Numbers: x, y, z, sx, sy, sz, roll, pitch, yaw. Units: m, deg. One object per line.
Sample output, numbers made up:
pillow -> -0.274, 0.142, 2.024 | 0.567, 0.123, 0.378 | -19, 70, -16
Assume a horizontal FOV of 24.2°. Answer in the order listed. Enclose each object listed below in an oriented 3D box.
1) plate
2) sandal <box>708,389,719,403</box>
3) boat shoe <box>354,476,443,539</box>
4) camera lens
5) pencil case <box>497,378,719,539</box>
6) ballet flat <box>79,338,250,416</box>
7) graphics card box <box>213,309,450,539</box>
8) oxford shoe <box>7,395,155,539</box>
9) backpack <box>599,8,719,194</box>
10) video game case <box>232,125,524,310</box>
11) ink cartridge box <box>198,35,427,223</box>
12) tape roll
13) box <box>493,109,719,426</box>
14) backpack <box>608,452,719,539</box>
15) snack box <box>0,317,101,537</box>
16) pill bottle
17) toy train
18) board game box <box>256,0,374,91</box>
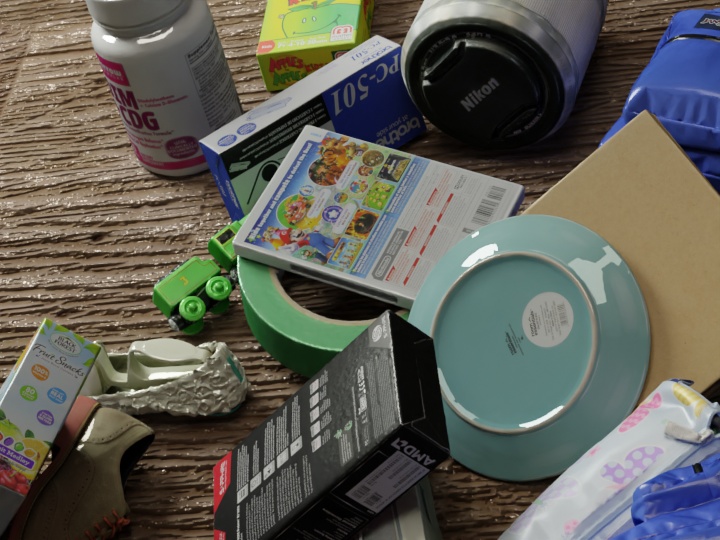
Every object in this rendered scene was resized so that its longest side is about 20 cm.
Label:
plate -> 0.116, 0.054, 1.240 | 0.200, 0.026, 0.201 | -7, 75, 29
sandal -> 0.253, 0.059, 1.249 | 0.201, 0.057, 0.080 | -32, 39, -14
boat shoe -> 0.012, 0.166, 1.202 | 0.071, 0.070, 0.201 | -23, 35, 7
camera lens -> 0.134, -0.221, 1.520 | 0.160, 0.160, 0.200 | 4, 45, 22
pencil case -> 0.170, 0.163, 1.127 | 0.200, 0.083, 0.091 | -39, 8, -12
ballet flat -> -0.188, 0.083, 1.364 | 0.200, 0.072, 0.072 | -5, 42, 14
graphics card box -> -0.025, 0.134, 1.184 | 0.200, 0.051, 0.126 | -44, 28, 25
oxford shoe -> -0.213, 0.185, 1.258 | 0.075, 0.070, 0.200 | 16, 57, 5
backpack -> 0.302, -0.127, 1.350 | 0.162, 0.168, 0.200 | 19, 52, 26
video game case -> 0.016, -0.041, 1.366 | 0.200, 0.018, 0.143 | 17, 55, 18
ink cartridge box -> -0.040, -0.123, 1.516 | 0.200, 0.094, 0.044 | -34, 36, -18
tape roll -> 0.000, 0.000, 1.377 | 0.200, 0.048, 0.201 | -3, 51, 4
box -> 0.208, 0.005, 1.231 | 0.163, 0.021, 0.200 | -41, 62, 11
backpack -> 0.226, 0.204, 1.021 | 0.200, 0.163, 0.168 | -25, 49, 5
snack box -> -0.267, 0.145, 1.230 | 0.053, 0.200, 0.142 | 28, 47, -11
pill bottle -> -0.185, -0.197, 1.567 | 0.113, 0.200, 0.113 | -9, 41, 8
toy train -> -0.097, -0.019, 1.452 | 0.200, 0.042, 0.056 | -39, 75, -24
board game box -> -0.041, -0.267, 1.713 | 0.101, 0.048, 0.200 | -6, 42, 12
